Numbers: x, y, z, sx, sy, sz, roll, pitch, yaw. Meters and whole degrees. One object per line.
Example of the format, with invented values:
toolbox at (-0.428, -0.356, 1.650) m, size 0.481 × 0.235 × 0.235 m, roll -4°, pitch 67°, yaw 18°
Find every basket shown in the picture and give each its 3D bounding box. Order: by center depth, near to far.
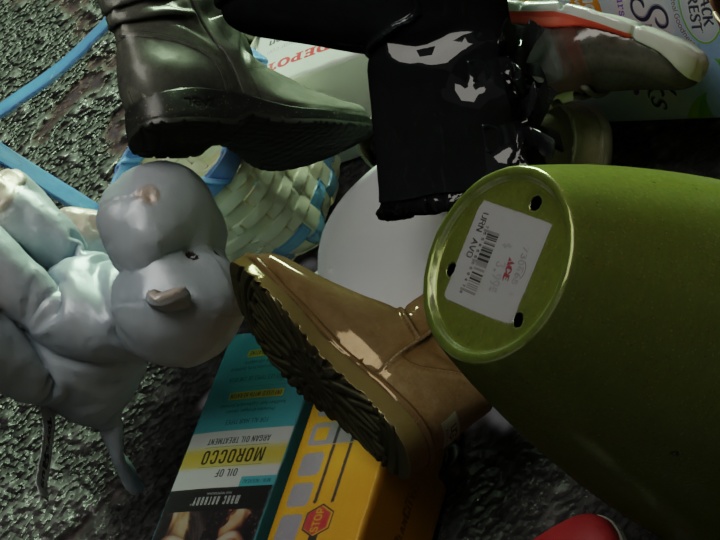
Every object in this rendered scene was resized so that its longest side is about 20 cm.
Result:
basket at (-0.127, -0.074, 1.306) m, size 0.176 × 0.200 × 0.140 m, roll -30°, pitch 38°, yaw 35°

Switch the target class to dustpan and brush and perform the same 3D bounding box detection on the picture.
dustpan and brush at (0.000, 0.000, 1.234) m, size 0.199 × 0.057 × 0.141 m, roll -12°, pitch 80°, yaw 26°

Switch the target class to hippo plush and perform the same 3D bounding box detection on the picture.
hippo plush at (-0.153, 0.019, 1.164) m, size 0.160 × 0.159 × 0.201 m, roll -21°, pitch 74°, yaw 39°

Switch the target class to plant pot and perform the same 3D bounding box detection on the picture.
plant pot at (0.129, 0.027, 0.955) m, size 0.187 × 0.199 × 0.188 m, roll -23°, pitch 57°, yaw 41°

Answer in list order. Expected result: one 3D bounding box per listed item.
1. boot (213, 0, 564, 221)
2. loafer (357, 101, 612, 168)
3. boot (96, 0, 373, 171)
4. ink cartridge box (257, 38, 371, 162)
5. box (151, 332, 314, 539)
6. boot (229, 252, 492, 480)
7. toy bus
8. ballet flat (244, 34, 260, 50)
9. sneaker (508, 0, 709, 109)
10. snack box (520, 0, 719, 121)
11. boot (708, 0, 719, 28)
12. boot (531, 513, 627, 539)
boot at (0.015, -0.109, 1.139) m, size 0.197 × 0.164 × 0.073 m, roll -10°, pitch 3°, yaw 25°
loafer at (0.071, -0.070, 1.238) m, size 0.199 × 0.068 × 0.076 m, roll 1°, pitch 88°, yaw 50°
boot at (-0.076, -0.135, 1.211) m, size 0.068 × 0.199 × 0.132 m, roll -28°, pitch 70°, yaw 38°
ink cartridge box at (0.013, -0.184, 1.406) m, size 0.144 × 0.083 × 0.201 m, roll -17°, pitch 43°, yaw 27°
box at (-0.066, 0.128, 1.189) m, size 0.082 × 0.049 × 0.201 m, roll -9°, pitch 47°, yaw 35°
boot at (0.052, 0.012, 1.118) m, size 0.199 × 0.066 × 0.175 m, roll -33°, pitch 61°, yaw -25°
toy bus at (0.002, 0.127, 1.119) m, size 0.078 × 0.065 × 0.201 m, roll -9°, pitch 47°, yaw 34°
ballet flat at (-0.104, -0.154, 1.491) m, size 0.071 × 0.072 × 0.201 m, roll 2°, pitch 53°, yaw 41°
sneaker at (0.106, -0.114, 1.168) m, size 0.199 × 0.077 × 0.083 m, roll 12°, pitch 95°, yaw 29°
snack box at (0.159, -0.165, 1.212) m, size 0.199 × 0.143 × 0.053 m, roll 2°, pitch 22°, yaw 41°
boot at (0.246, -0.077, 1.039) m, size 0.076 × 0.155 × 0.201 m, roll -26°, pitch 40°, yaw 17°
boot at (0.034, 0.167, 0.988) m, size 0.200 × 0.144 × 0.072 m, roll -39°, pitch 35°, yaw 0°
